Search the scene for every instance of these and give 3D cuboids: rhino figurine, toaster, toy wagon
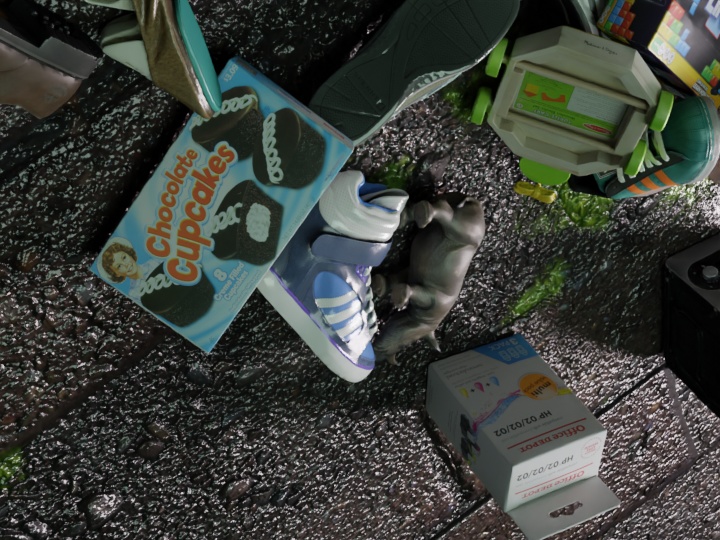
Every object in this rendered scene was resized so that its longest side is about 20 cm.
[{"bbox_3d":[0.059,0.012,1.197,0.087,0.060,0.202,-8,130,-33],"label":"rhino figurine"},{"bbox_3d":[0.426,0.083,1.423,0.118,0.181,0.202,-27,135,-15],"label":"toaster"},{"bbox_3d":[0.172,-0.128,1.113,0.201,0.153,0.040,105,5,-61],"label":"toy wagon"}]

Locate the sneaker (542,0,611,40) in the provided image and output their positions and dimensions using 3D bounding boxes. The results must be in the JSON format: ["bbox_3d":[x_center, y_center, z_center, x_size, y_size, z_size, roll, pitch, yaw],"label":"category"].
[{"bbox_3d":[0.209,-0.253,1.073,0.115,0.076,0.202,-32,134,-6],"label":"sneaker"}]

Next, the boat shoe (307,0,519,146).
[{"bbox_3d":[0.038,-0.170,1.037,0.202,0.065,0.075,-42,99,-4],"label":"boat shoe"}]

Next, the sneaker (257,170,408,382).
[{"bbox_3d":[0.000,0.000,1.129,0.146,0.081,0.200,-38,132,4],"label":"sneaker"}]

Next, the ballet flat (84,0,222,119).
[{"bbox_3d":[-0.152,-0.186,0.891,0.071,0.068,0.201,-12,133,2],"label":"ballet flat"}]

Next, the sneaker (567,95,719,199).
[{"bbox_3d":[0.252,-0.101,1.171,0.079,0.072,0.200,-11,171,-15],"label":"sneaker"}]

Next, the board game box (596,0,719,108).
[{"bbox_3d":[0.293,-0.241,1.102,0.199,0.056,0.167,16,105,-58],"label":"board game box"}]

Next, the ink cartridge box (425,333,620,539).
[{"bbox_3d":[0.162,0.161,1.287,0.114,0.200,0.069,-17,133,-23],"label":"ink cartridge box"}]

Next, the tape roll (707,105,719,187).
[{"bbox_3d":[0.423,-0.117,1.245,0.200,0.203,0.072,-6,128,-31],"label":"tape roll"}]

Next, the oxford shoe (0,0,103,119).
[{"bbox_3d":[-0.264,-0.146,0.833,0.199,0.073,0.085,25,111,-44],"label":"oxford shoe"}]

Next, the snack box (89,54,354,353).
[{"bbox_3d":[-0.107,-0.050,1.003,0.116,0.037,0.201,35,104,-7],"label":"snack box"}]
